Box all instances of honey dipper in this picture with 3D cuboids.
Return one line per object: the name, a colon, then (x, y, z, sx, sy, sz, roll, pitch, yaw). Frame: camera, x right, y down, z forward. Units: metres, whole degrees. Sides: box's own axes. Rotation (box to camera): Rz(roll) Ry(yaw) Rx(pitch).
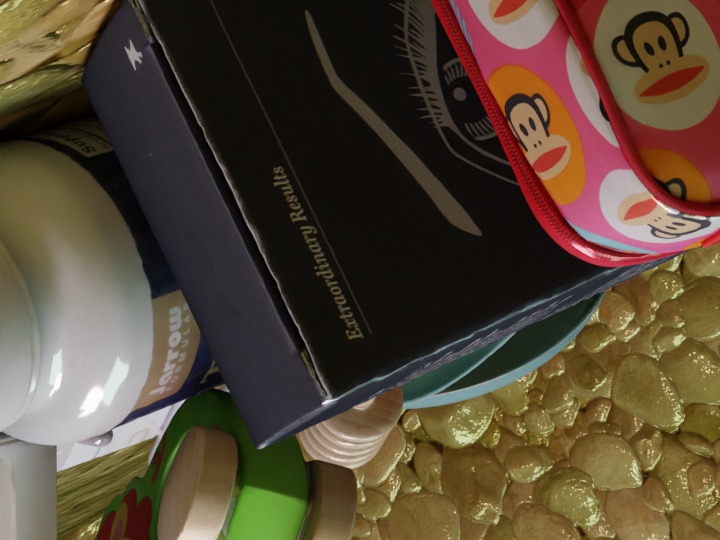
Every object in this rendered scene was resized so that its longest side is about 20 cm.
honey dipper: (0.008, 0.031, 1.046, 0.038, 0.038, 0.200, -24, 165, -18)

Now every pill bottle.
pill bottle: (-0.092, -0.001, 0.996, 0.200, 0.111, 0.111, -21, 173, -46)

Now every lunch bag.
lunch bag: (0.127, -0.088, 0.833, 0.200, 0.176, 0.082, -23, 174, -28)

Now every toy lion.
toy lion: (-0.078, 0.136, 1.055, 0.069, 0.200, 0.192, 16, -169, -17)

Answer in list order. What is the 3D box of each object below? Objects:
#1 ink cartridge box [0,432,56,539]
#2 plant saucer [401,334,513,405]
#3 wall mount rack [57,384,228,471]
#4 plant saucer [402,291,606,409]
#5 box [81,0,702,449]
ink cartridge box: (-0.203, 0.124, 0.997, 0.200, 0.129, 0.125, 1, -176, 19)
plant saucer: (0.063, -0.026, 1.222, 0.200, 0.036, 0.200, -43, 160, -20)
wall mount rack: (-0.101, 0.074, 1.172, 0.200, 0.075, 0.174, -19, 154, -34)
plant saucer: (0.034, 0.006, 1.390, 0.200, 0.200, 0.027, -25, 131, -13)
box: (0.029, -0.050, 0.909, 0.200, 0.148, 0.104, -23, 175, -18)
